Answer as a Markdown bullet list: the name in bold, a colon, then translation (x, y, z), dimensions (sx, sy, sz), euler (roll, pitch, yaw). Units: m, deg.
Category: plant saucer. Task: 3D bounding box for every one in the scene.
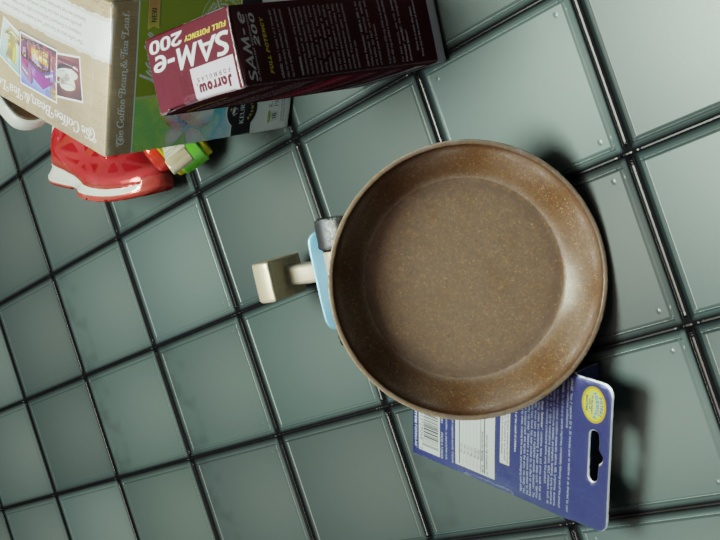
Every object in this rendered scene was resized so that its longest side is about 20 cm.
- **plant saucer**: translation (0.076, 0.006, 0.945), dimensions (0.037, 0.200, 0.201), euler (-126, 24, -85)

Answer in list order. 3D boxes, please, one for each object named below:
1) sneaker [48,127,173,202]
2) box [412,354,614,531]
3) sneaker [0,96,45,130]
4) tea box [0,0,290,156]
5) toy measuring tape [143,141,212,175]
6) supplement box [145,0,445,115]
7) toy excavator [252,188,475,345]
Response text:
- **sneaker**: translation (-0.264, -0.137, 1.325), dimensions (0.200, 0.078, 0.116), euler (11, 112, 44)
- **box**: translation (0.120, 0.113, 1.012), dimensions (0.200, 0.032, 0.121), euler (18, 116, 45)
- **sneaker**: translation (-0.384, -0.210, 1.439), dimensions (0.200, 0.073, 0.085), euler (63, 145, 35)
- **tea box**: translation (-0.192, -0.202, 1.133), dimensions (0.200, 0.197, 0.134), euler (29, 123, 38)
- **toy measuring tape**: translation (-0.162, -0.111, 1.197), dimensions (0.200, 0.073, 0.074), euler (-124, 35, -62)
- **supplement box**: translation (-0.046, -0.164, 0.979), dimensions (0.109, 0.200, 0.061), euler (-8, 96, 48)
- **toy excavator**: translation (0.000, 0.000, 1.067), dimensions (0.194, 0.200, 0.100), euler (-13, 93, 5)
